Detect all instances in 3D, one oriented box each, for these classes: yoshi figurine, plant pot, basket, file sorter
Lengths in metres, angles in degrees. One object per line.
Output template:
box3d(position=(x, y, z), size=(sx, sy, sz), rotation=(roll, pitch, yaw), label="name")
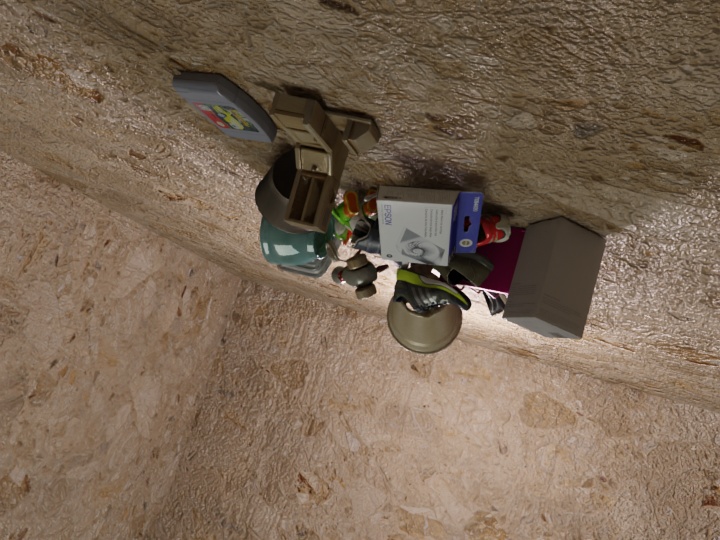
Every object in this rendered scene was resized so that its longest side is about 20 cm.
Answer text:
box3d(position=(-0.022, -0.141, 1.508), size=(0.112, 0.112, 0.200), rotation=(42, 156, 0), label="yoshi figurine")
box3d(position=(-0.144, -0.102, 1.599), size=(0.131, 0.205, 0.200), rotation=(13, 169, 21), label="plant pot")
box3d(position=(-0.147, -0.178, 1.423), size=(0.177, 0.139, 0.200), rotation=(27, 166, -6), label="basket")
box3d(position=(0.156, 0.079, 1.558), size=(0.196, 0.205, 0.184), rotation=(16, 159, 13), label="plant pot")
box3d(position=(0.301, -0.014, 1.426), size=(0.196, 0.143, 0.125), rotation=(11, 171, 37), label="file sorter")

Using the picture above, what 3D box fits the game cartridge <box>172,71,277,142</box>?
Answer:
box3d(position=(-0.247, -0.305, 1.210), size=(0.130, 0.042, 0.200), rotation=(9, 166, 28), label="game cartridge")

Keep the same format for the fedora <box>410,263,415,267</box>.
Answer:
box3d(position=(0.186, -0.024, 1.700), size=(0.196, 0.094, 0.201), rotation=(19, 170, 3), label="fedora")

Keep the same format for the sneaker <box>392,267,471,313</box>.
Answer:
box3d(position=(0.156, 0.060, 1.421), size=(0.197, 0.083, 0.073), rotation=(19, 179, 36), label="sneaker")

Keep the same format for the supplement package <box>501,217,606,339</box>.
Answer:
box3d(position=(0.380, 0.018, 1.256), size=(0.117, 0.205, 0.121), rotation=(21, 170, -16), label="supplement package")

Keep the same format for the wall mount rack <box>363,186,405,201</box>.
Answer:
box3d(position=(0.106, -0.136, 1.320), size=(0.196, 0.076, 0.173), rotation=(10, 166, 37), label="wall mount rack")

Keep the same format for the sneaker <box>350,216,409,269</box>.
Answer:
box3d(position=(0.052, -0.061, 1.430), size=(0.142, 0.079, 0.203), rotation=(15, 171, 3), label="sneaker")

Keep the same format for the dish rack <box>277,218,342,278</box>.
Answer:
box3d(position=(-0.133, -0.084, 1.729), size=(0.168, 0.203, 0.044), rotation=(11, 151, 32), label="dish rack")

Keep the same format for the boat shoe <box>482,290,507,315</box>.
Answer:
box3d(position=(0.303, 0.027, 1.605), size=(0.202, 0.062, 0.073), rotation=(54, -166, -11), label="boat shoe")

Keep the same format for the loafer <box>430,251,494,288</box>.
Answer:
box3d(position=(0.190, -0.011, 1.366), size=(0.198, 0.071, 0.075), rotation=(15, 166, 47), label="loafer")

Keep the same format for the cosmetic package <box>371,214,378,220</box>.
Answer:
box3d(position=(0.083, -0.092, 1.599), size=(0.100, 0.073, 0.199), rotation=(24, 169, -25), label="cosmetic package")

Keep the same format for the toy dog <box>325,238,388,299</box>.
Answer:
box3d(position=(0.000, 0.000, 1.491), size=(0.094, 0.135, 0.200), rotation=(-18, -152, -19), label="toy dog")

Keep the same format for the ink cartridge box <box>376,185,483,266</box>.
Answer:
box3d(position=(0.132, -0.080, 1.230), size=(0.194, 0.041, 0.201), rotation=(4, 147, 8), label="ink cartridge box")

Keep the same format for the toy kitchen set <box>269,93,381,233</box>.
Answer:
box3d(position=(-0.065, -0.176, 1.120), size=(0.159, 0.185, 0.200), rotation=(14, 173, 19), label="toy kitchen set")

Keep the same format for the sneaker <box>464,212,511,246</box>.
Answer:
box3d(position=(0.223, -0.080, 1.338), size=(0.083, 0.079, 0.199), rotation=(-13, 178, -32), label="sneaker")
